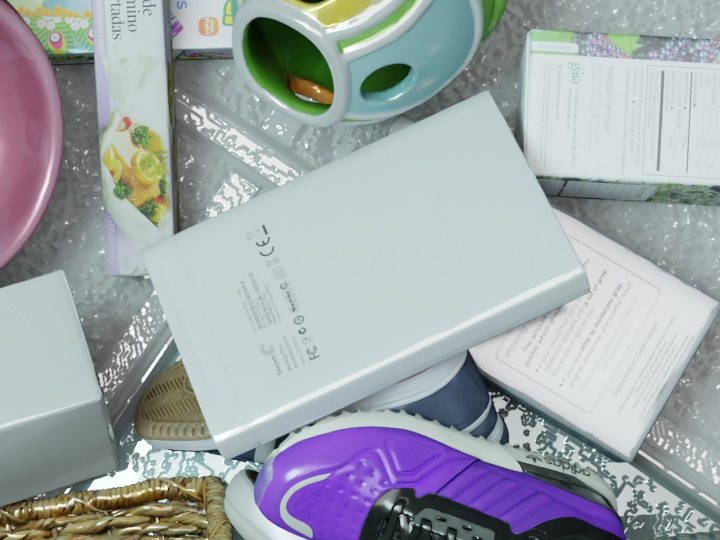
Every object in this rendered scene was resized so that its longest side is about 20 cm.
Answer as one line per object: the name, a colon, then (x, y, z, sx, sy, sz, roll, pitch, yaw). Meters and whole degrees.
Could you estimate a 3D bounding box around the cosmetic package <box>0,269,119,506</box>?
cosmetic package: (-0.231, 0.081, 1.225, 0.199, 0.113, 0.081, -18, 68, -10)

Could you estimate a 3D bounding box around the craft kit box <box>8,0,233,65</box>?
craft kit box: (-0.146, -0.212, 1.300, 0.197, 0.049, 0.201, -3, 86, -2)

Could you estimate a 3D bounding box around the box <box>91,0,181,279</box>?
box: (-0.119, -0.096, 1.257, 0.039, 0.041, 0.201, -1, 106, 0)

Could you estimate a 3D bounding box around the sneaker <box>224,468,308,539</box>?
sneaker: (-0.018, 0.196, 1.237, 0.085, 0.073, 0.200, -40, 100, 3)

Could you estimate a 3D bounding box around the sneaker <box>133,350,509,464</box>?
sneaker: (-0.017, 0.086, 1.258, 0.199, 0.109, 0.070, -13, 42, 28)

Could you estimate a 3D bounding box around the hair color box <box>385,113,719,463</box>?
hair color box: (0.081, 0.011, 1.270, 0.200, 0.061, 0.099, 31, 86, 2)

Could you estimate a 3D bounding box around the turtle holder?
turtle holder: (0.005, -0.153, 1.192, 0.141, 0.185, 0.132, 41, 60, -5)

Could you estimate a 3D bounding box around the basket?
basket: (-0.160, 0.189, 1.217, 0.199, 0.143, 0.150, -7, 86, 0)

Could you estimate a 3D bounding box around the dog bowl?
dog bowl: (-0.237, -0.069, 1.194, 0.200, 0.074, 0.201, -14, 111, -38)

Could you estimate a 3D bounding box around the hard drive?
hard drive: (0.000, 0.000, 1.199, 0.200, 0.027, 0.132, -25, 53, 0)

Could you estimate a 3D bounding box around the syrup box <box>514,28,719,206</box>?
syrup box: (0.184, -0.078, 1.266, 0.199, 0.079, 0.082, 2, 85, 1)

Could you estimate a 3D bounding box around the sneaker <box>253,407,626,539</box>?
sneaker: (0.048, 0.131, 1.174, 0.199, 0.100, 0.070, 10, 122, -17)

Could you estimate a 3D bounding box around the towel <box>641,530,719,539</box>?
towel: (0.076, 0.195, 1.148, 0.199, 0.193, 0.035, -6, 57, -26)
